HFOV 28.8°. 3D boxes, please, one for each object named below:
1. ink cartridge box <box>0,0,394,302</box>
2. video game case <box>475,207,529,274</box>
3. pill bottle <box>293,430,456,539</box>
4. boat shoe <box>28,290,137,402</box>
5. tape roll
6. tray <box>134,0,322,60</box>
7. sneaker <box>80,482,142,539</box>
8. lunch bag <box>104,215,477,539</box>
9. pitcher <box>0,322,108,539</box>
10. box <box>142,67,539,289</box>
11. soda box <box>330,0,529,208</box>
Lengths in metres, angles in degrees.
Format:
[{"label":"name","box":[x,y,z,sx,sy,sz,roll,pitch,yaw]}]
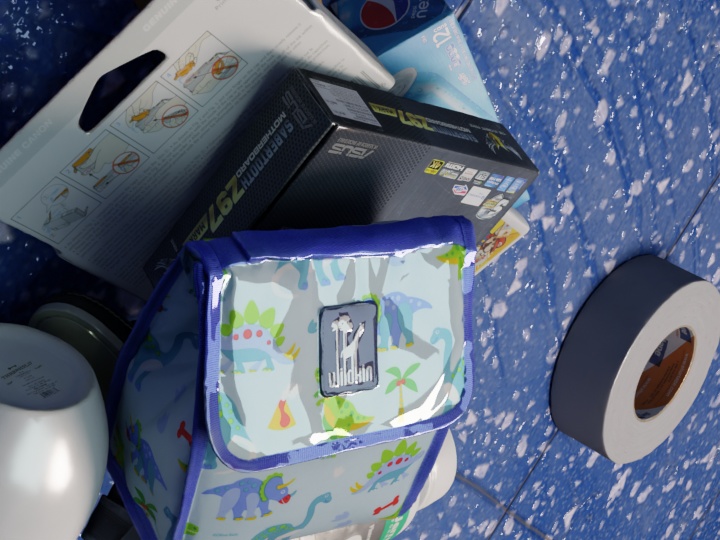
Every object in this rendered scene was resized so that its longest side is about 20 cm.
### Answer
[{"label":"ink cartridge box","box":[-0.102,-0.083,0.768,0.200,0.044,0.174,-42,144,10]},{"label":"video game case","box":[0.000,0.000,0.955,0.200,0.023,0.182,-41,147,13]},{"label":"pill bottle","box":[-0.029,0.157,1.014,0.200,0.113,0.113,-20,128,-42]},{"label":"boat shoe","box":[-0.134,0.063,0.867,0.199,0.074,0.066,54,41,-42]},{"label":"tape roll","box":[0.274,0.088,1.381,0.200,0.066,0.201,-29,133,-36]},{"label":"tray","box":[-0.059,-0.119,0.856,0.099,0.037,0.200,-46,141,-21]},{"label":"sneaker","box":[-0.146,0.191,0.876,0.146,0.077,0.202,-57,-179,-15]},{"label":"lunch bag","box":[-0.035,0.057,0.768,0.170,0.127,0.200,-8,133,-33]},{"label":"pitcher","box":[-0.203,0.125,0.796,0.172,0.121,0.200,-37,154,-61]},{"label":"box","box":[-0.007,-0.030,0.833,0.200,0.051,0.158,8,131,-49]},{"label":"soda box","box":[0.051,-0.111,0.953,0.064,0.068,0.200,-31,141,1]}]
